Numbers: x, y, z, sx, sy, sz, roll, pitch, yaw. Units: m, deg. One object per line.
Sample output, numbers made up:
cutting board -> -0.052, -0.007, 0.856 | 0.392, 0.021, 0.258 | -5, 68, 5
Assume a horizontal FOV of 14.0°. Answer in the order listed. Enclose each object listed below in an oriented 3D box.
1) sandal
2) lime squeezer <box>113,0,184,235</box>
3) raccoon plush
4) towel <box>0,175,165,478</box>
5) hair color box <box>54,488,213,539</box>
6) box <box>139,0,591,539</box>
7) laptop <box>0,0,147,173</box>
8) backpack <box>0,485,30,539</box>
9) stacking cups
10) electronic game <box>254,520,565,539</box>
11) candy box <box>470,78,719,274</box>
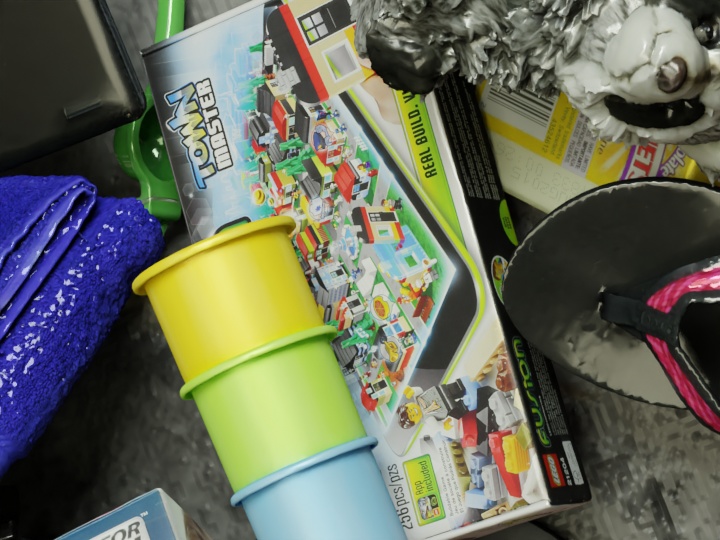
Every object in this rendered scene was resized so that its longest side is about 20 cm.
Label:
sandal -> 0.138, 0.026, 0.932 | 0.200, 0.045, 0.075 | 21, 108, 14
lime squeezer -> -0.090, -0.038, 1.088 | 0.071, 0.038, 0.200 | 46, 114, 47
raccoon plush -> 0.076, -0.116, 0.959 | 0.134, 0.200, 0.097 | 18, 131, -14
towel -> -0.170, 0.043, 1.018 | 0.147, 0.050, 0.200 | 6, 52, 44
hair color box -> -0.042, 0.181, 0.955 | 0.060, 0.100, 0.200 | -28, 56, 6
box -> 0.000, 0.000, 1.017 | 0.110, 0.035, 0.201 | -21, 79, 27
laptop -> -0.174, -0.131, 1.087 | 0.187, 0.116, 0.200 | -19, 98, 24
backpack -> -0.167, 0.209, 1.051 | 0.200, 0.154, 0.191 | -31, 84, -14
stacking cups -> -0.011, 0.084, 0.974 | 0.060, 0.060, 0.200 | -26, 84, 23
electronic game -> 0.018, 0.178, 1.049 | 0.199, 0.042, 0.201 | -1, 87, 18
candy box -> 0.103, -0.110, 0.982 | 0.102, 0.026, 0.201 | 30, 106, 38
